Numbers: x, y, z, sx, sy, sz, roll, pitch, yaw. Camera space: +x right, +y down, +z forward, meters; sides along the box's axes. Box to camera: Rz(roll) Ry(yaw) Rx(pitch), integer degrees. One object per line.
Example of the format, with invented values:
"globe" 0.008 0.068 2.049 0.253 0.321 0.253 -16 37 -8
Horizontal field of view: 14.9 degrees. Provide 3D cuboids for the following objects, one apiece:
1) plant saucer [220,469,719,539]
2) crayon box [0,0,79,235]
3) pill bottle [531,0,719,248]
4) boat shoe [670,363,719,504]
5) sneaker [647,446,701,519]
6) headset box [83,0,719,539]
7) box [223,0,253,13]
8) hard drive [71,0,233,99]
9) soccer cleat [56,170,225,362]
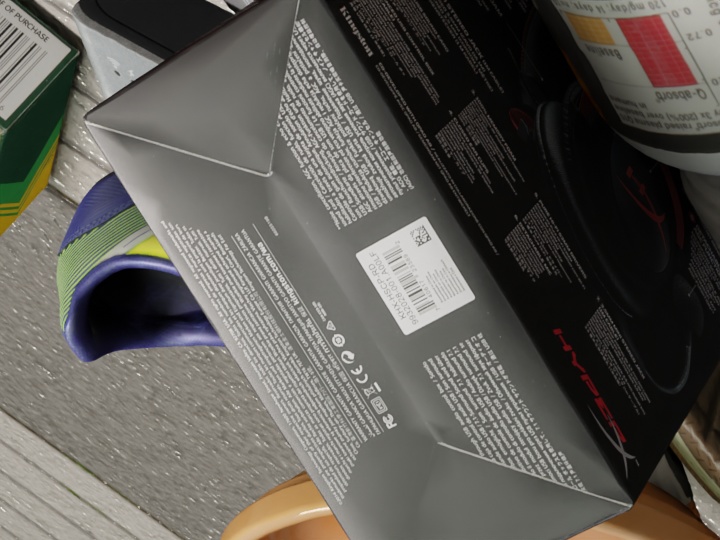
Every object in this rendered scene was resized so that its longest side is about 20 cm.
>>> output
"plant saucer" 0.047 0.111 0.994 0.200 0.037 0.200 6 151 4
"crayon box" -0.228 -0.112 1.256 0.200 0.058 0.173 40 160 3
"pill bottle" 0.091 -0.096 0.680 0.116 0.116 0.200 15 147 48
"boat shoe" 0.163 0.078 0.969 0.200 0.072 0.076 43 164 -8
"sneaker" 0.072 0.078 1.020 0.200 0.092 0.076 60 -173 -64
"headset box" 0.031 -0.023 0.732 0.075 0.200 0.149 -29 98 27
"box" 0.020 -0.090 0.900 0.158 0.048 0.200 13 147 49
"hard drive" -0.023 -0.016 1.007 0.140 0.033 0.200 29 157 25
"soccer cleat" 0.000 0.001 0.862 0.200 0.084 0.065 -2 134 16
